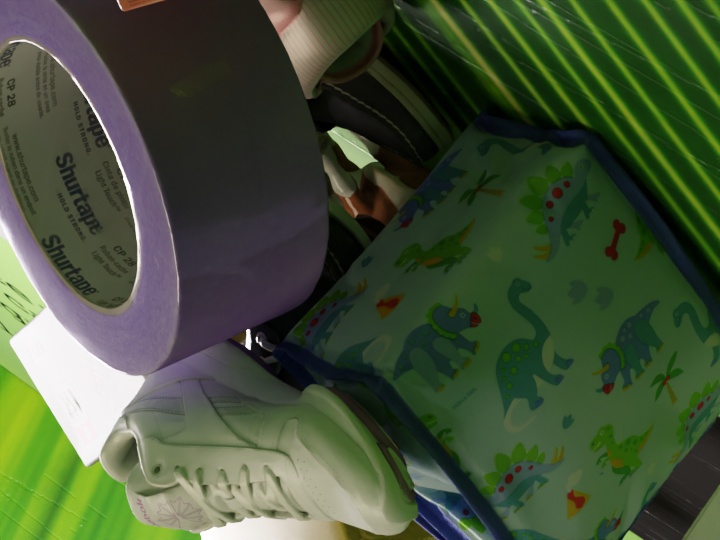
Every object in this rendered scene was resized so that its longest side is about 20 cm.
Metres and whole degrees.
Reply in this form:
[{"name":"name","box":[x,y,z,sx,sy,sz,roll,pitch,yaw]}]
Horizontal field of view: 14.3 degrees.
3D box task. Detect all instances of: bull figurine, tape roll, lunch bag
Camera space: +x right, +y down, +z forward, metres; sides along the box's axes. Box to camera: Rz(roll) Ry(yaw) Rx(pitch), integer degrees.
[{"name":"bull figurine","box":[0.012,-0.036,1.566,0.122,0.065,0.200,49,160,-15]},{"name":"tape roll","box":[-0.104,-0.058,1.333,0.200,0.085,0.201,43,146,39]},{"name":"lunch bag","box":[0.085,0.050,1.393,0.200,0.170,0.127,48,165,-27]}]

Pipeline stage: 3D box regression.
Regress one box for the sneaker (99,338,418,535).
[{"name":"sneaker","box":[-0.048,0.096,1.337,0.200,0.100,0.075,21,152,52]}]

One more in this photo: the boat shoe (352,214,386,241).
[{"name":"boat shoe","box":[0.000,0.000,1.481,0.199,0.072,0.072,27,138,-12]}]

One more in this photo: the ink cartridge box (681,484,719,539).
[{"name":"ink cartridge box","box":[0.287,0.196,1.552,0.200,0.086,0.146,43,168,-26]}]

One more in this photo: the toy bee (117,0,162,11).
[{"name":"toy bee","box":[-0.104,-0.190,1.239,0.200,0.130,0.109,39,150,63]}]

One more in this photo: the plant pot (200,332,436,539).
[{"name":"plant pot","box":[0.016,0.099,1.630,0.176,0.199,0.201,132,122,-68]}]

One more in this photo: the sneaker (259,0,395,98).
[{"name":"sneaker","box":[-0.049,-0.125,1.382,0.105,0.075,0.200,46,163,-11]}]

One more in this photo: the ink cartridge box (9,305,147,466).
[{"name":"ink cartridge box","box":[-0.166,0.016,1.653,0.174,0.043,0.200,57,158,1]}]

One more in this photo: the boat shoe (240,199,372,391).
[{"name":"boat shoe","box":[-0.028,0.042,1.432,0.073,0.061,0.201,11,141,10]}]

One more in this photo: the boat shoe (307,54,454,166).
[{"name":"boat shoe","box":[-0.042,-0.101,1.475,0.200,0.066,0.072,35,170,25]}]
